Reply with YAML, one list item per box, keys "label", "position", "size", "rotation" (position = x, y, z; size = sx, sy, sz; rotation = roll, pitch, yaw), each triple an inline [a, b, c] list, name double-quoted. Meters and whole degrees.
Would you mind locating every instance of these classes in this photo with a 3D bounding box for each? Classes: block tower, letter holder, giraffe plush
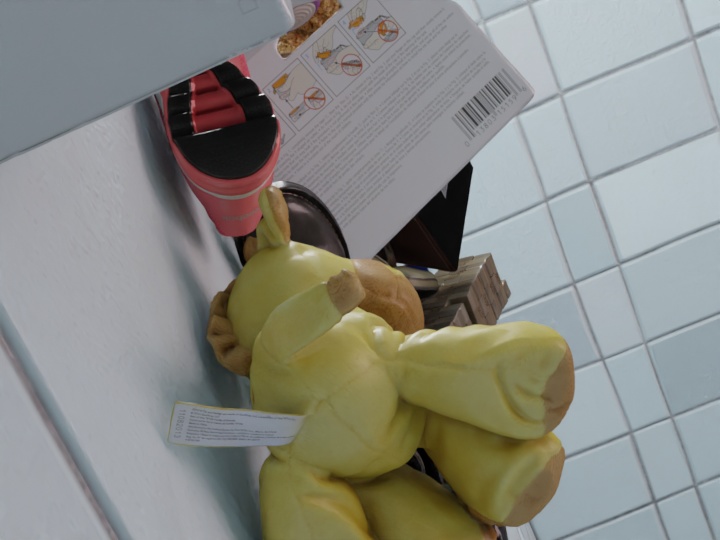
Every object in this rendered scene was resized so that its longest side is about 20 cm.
- label: "block tower"
  position: [0.077, 0.054, 0.974]
  size: [0.058, 0.053, 0.200]
  rotation: [66, 31, -20]
- label: "letter holder"
  position: [0.007, -0.077, 0.926]
  size: [0.200, 0.140, 0.102]
  rotation: [42, 57, -72]
- label: "giraffe plush"
  position: [-0.012, 0.051, 0.549]
  size: [0.198, 0.174, 0.163]
  rotation: [25, 16, -26]

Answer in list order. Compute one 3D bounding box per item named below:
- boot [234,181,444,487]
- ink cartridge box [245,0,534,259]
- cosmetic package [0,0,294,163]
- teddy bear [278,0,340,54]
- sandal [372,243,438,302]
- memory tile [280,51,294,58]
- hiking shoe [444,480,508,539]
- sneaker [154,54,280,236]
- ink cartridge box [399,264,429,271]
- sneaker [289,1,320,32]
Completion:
- label: "boot"
  position: [-0.003, 0.057, 0.671]
  size: [0.202, 0.068, 0.174]
  rotation: [67, -7, -33]
- label: "ink cartridge box"
  position: [-0.001, -0.122, 0.784]
  size: [0.174, 0.200, 0.044]
  rotation: [47, -14, -2]
- label: "cosmetic package"
  position: [-0.117, -0.174, 0.363]
  size: [0.201, 0.121, 0.201]
  rotation: [-98, 165, -61]
- label: "teddy bear"
  position: [-0.041, -0.251, 0.999]
  size: [0.145, 0.066, 0.202]
  rotation: [-46, 120, -38]
- label: "sandal"
  position: [0.000, 0.000, 0.893]
  size: [0.200, 0.079, 0.058]
  rotation: [17, 52, -65]
- label: "memory tile"
  position: [-0.030, -0.138, 0.929]
  size: [0.200, 0.151, 0.017]
  rotation: [49, 43, -73]
- label: "hiking shoe"
  position: [0.074, 0.204, 1.063]
  size: [0.202, 0.075, 0.101]
  rotation: [62, 11, 28]
- label: "sneaker"
  position: [-0.098, -0.105, 0.652]
  size: [0.087, 0.073, 0.202]
  rotation: [94, -19, -55]
- label: "ink cartridge box"
  position: [0.046, 0.066, 1.099]
  size: [0.201, 0.098, 0.040]
  rotation: [58, 12, -56]
- label: "sneaker"
  position: [-0.108, -0.236, 0.838]
  size: [0.100, 0.075, 0.199]
  rotation: [58, 22, 11]
